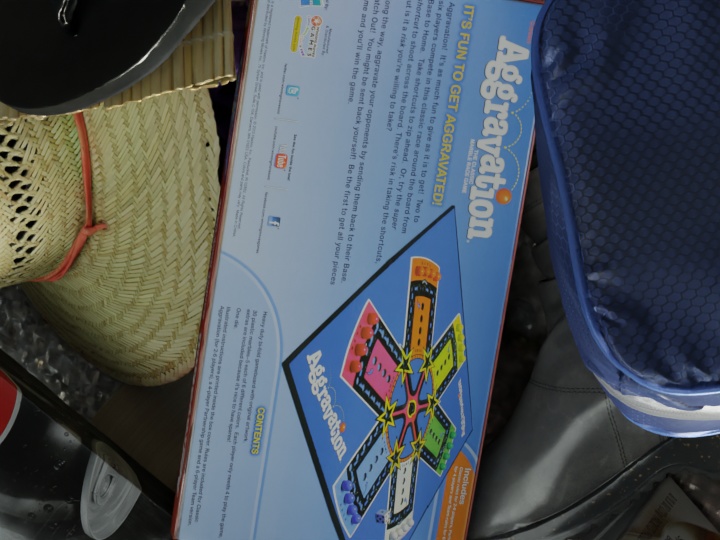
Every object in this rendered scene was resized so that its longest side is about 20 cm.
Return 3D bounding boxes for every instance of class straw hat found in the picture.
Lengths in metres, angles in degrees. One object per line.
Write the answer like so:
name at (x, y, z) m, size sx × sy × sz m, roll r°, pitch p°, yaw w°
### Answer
straw hat at (-0.136, -0.039, 0.875) m, size 0.201 × 0.085 × 0.202 m, roll 30°, pitch 130°, yaw 42°

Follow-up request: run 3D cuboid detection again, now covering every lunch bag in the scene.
lunch bag at (0.154, -0.030, 0.731) m, size 0.199 × 0.132 × 0.137 m, roll -9°, pitch 80°, yaw 6°

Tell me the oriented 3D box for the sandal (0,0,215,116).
sandal at (-0.056, -0.122, 0.754) m, size 0.200 × 0.045 × 0.075 m, roll -36°, pitch 62°, yaw 27°

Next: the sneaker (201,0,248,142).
sneaker at (-0.044, -0.100, 0.853) m, size 0.200 × 0.083 × 0.081 m, roll 48°, pitch 122°, yaw 3°

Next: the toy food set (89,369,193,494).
toy food set at (-0.067, 0.149, 0.975) m, size 0.143 × 0.060 × 0.200 m, roll 41°, pitch 129°, yaw 17°

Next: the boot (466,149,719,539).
boot at (0.075, 0.020, 0.860) m, size 0.199 × 0.070 × 0.132 m, roll -25°, pitch 93°, yaw 21°

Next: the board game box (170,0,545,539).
board game box at (0.000, 0.000, 0.824) m, size 0.102 × 0.019 × 0.201 m, roll 8°, pitch 101°, yaw -7°

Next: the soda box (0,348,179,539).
soda box at (-0.153, 0.055, 0.886) m, size 0.200 × 0.071 × 0.063 m, roll 38°, pitch 89°, yaw 6°

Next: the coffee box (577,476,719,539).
coffee box at (0.133, 0.188, 0.861) m, size 0.200 × 0.114 × 0.080 m, roll 49°, pitch 121°, yaw 0°

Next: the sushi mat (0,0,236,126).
sushi mat at (-0.090, -0.148, 0.828) m, size 0.095 × 0.012 × 0.201 m, roll -7°, pitch 74°, yaw 15°
